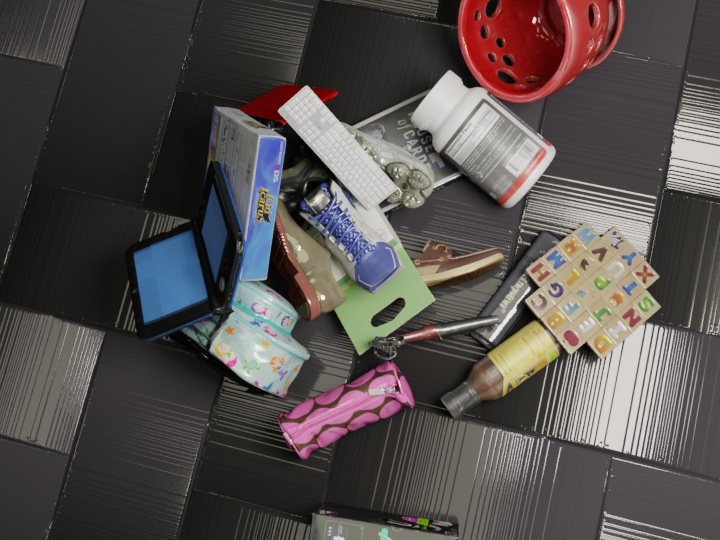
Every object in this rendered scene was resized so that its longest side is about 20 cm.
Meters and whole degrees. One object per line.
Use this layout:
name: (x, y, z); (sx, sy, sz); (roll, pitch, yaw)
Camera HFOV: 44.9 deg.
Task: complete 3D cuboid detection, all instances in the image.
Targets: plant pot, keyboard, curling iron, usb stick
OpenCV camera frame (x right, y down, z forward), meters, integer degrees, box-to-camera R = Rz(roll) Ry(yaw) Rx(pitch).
plant pot: (0.268, -0.366, 1.270); (0.182, 0.201, 0.201); (-32, 74, -39)
keyboard: (-0.030, -0.171, 1.235); (0.056, 0.011, 0.200); (-34, 114, 23)
curling iron: (0.108, 0.094, 1.255); (0.198, 0.050, 0.026); (-11, 114, -13)
usb stick: (0.238, 0.029, 1.299); (0.055, 0.033, 0.201); (37, 86, 11)

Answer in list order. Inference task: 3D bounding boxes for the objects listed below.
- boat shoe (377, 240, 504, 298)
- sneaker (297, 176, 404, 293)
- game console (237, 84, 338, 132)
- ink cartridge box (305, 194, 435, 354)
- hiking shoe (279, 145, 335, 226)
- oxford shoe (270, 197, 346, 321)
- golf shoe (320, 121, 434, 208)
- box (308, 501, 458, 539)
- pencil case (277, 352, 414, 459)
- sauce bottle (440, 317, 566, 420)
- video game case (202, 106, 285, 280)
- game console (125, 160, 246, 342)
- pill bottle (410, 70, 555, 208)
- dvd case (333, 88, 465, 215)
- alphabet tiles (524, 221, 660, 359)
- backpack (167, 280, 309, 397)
boat shoe: (0.113, -0.012, 1.303); (0.198, 0.072, 0.073); (-16, 78, 10)
sneaker: (-0.032, -0.061, 1.227); (0.080, 0.115, 0.200); (-41, 61, 9)
game console: (-0.133, -0.196, 1.324); (0.118, 0.200, 0.174); (0, 103, -30)
ink cartridge box: (0.000, 0.000, 1.285); (0.145, 0.048, 0.201); (-36, 60, 11)
hiking shoe: (-0.136, -0.101, 1.353); (0.200, 0.076, 0.101); (-40, 62, -5)
oxford shoe: (-0.086, -0.025, 1.269); (0.074, 0.070, 0.202); (-18, 76, -25)
golf shoe: (0.022, -0.167, 1.313); (0.199, 0.097, 0.079); (33, 121, 5)
box: (0.030, 0.400, 1.193); (0.198, 0.149, 0.126); (7, 81, 8)
pencil case: (-0.023, 0.202, 1.263); (0.199, 0.094, 0.091); (-28, 95, 2)
sauce bottle: (0.207, 0.144, 1.266); (0.199, 0.065, 0.065); (-36, 78, 1)
video game case: (-0.170, -0.112, 1.227); (0.045, 0.181, 0.202); (0, 111, -31)
game console: (-0.240, -0.030, 1.170); (0.117, 0.172, 0.201); (1, 40, -24)
pill bottle: (0.179, -0.196, 1.289); (0.200, 0.116, 0.116); (40, 86, 1)
dvd case: (0.055, -0.176, 1.362); (0.198, 0.025, 0.151); (-26, 79, 2)
alphabet tiles: (0.339, 0.027, 1.267); (0.199, 0.006, 0.167); (-35, 80, -21)
backpack: (-0.168, 0.091, 1.257); (0.199, 0.178, 0.151); (36, 87, 19)
